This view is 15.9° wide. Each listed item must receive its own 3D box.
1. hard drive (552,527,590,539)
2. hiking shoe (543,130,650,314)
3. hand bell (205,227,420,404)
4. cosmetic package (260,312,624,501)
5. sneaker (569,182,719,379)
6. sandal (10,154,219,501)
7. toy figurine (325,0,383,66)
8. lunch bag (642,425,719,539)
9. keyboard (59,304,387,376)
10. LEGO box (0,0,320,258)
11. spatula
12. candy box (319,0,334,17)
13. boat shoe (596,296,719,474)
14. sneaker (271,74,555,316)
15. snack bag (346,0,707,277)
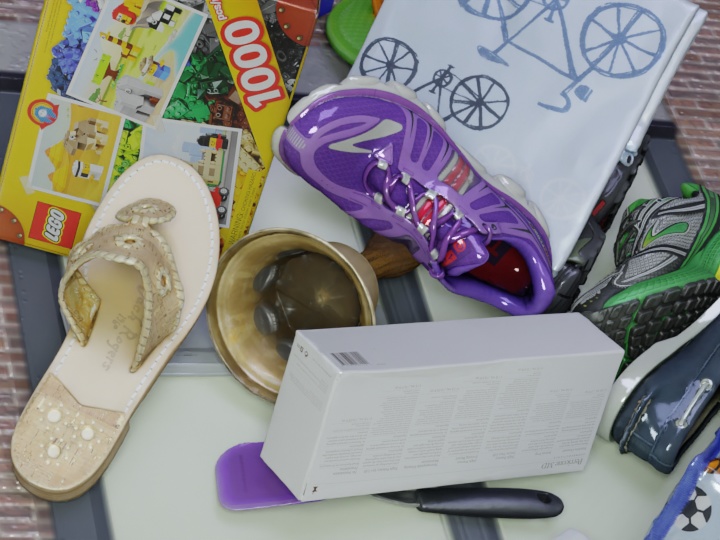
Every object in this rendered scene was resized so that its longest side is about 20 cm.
[{"bbox_3d":[0.094,0.222,1.344,0.132,0.026,0.200,41,44,23],"label":"hard drive"},{"bbox_3d":[0.115,-0.055,1.623,0.100,0.076,0.200,27,41,2],"label":"hiking shoe"},{"bbox_3d":[0.000,0.000,1.512,0.104,0.104,0.200,31,26,13],"label":"hand bell"},{"bbox_3d":[0.046,0.073,1.423,0.199,0.083,0.051,-2,29,-36],"label":"cosmetic package"},{"bbox_3d":[0.180,0.005,1.589,0.085,0.078,0.200,37,34,19],"label":"sneaker"},{"bbox_3d":[-0.128,0.018,1.380,0.077,0.070,0.212,20,66,3],"label":"sandal"},{"bbox_3d":[0.075,-0.217,1.673,0.150,0.185,0.200,-13,38,-31],"label":"toy figurine"},{"bbox_3d":[0.242,0.158,1.392,0.170,0.124,0.200,34,15,11],"label":"lunch bag"},{"bbox_3d":[-0.073,0.040,1.494,0.199,0.011,0.056,1,39,-22],"label":"keyboard"},{"bbox_3d":[-0.118,-0.101,1.477,0.148,0.201,0.077,15,33,-7],"label":"LEGO box"},{"bbox_3d":[0.018,0.120,1.429,0.199,0.021,0.057,9,33,-16],"label":"spatula"},{"bbox_3d":[-0.071,-0.235,1.650,0.077,0.201,0.169,36,42,21],"label":"candy box"},{"bbox_3d":[0.220,0.055,1.545,0.062,0.075,0.200,37,44,22],"label":"boat shoe"},{"bbox_3d":[0.040,-0.039,1.461,0.200,0.081,0.084,30,21,-27],"label":"sneaker"},{"bbox_3d":[0.087,-0.111,1.579,0.188,0.021,0.201,25,79,15],"label":"snack bag"}]
